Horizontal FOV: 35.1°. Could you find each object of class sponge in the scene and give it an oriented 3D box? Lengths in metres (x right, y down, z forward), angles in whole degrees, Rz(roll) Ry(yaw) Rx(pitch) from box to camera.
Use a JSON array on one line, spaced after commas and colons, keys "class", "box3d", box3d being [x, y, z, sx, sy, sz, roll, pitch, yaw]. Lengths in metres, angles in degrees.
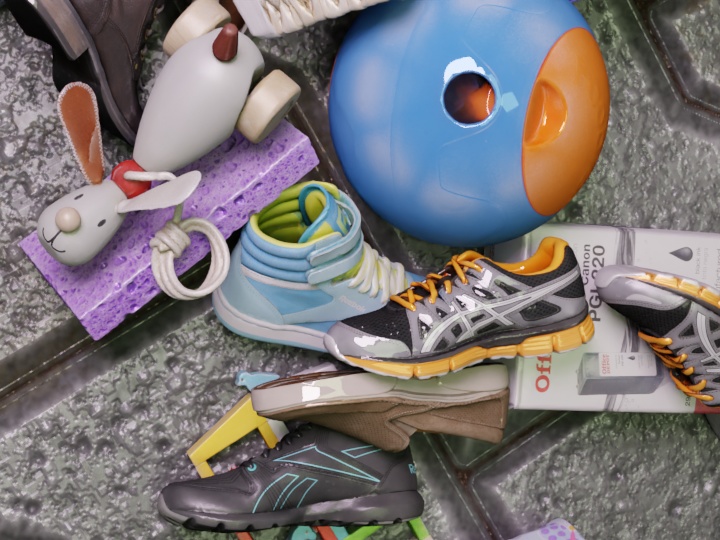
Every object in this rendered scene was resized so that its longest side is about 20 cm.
[{"class": "sponge", "box3d": [-0.136, -0.046, 0.805, 0.200, 0.112, 0.030, -39, 136, -10]}]

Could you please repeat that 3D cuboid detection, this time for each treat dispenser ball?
[{"class": "treat dispenser ball", "box3d": [0.076, -0.117, 0.810, 0.200, 0.201, 0.202, -1, 92, -15]}]

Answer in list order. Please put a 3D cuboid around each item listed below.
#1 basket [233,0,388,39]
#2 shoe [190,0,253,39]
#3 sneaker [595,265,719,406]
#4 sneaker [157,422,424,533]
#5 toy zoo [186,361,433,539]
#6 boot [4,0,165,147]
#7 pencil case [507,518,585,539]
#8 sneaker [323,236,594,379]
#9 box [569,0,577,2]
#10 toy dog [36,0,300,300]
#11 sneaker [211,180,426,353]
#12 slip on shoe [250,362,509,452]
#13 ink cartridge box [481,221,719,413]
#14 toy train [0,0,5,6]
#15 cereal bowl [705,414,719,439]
[{"class": "basket", "box3d": [-0.008, -0.265, 0.750, 0.136, 0.123, 0.200, 63, 39, -30]}, {"class": "shoe", "box3d": [-0.066, -0.245, 0.843, 0.070, 0.053, 0.201, 27, 85, -14]}, {"class": "sneaker", "box3d": [0.253, 0.058, 0.836, 0.199, 0.078, 0.077, 28, 92, -14]}, {"class": "sneaker", "box3d": [-0.051, 0.153, 0.840, 0.199, 0.075, 0.080, 1, 78, -21]}, {"class": "toy zoo", "box3d": [-0.044, 0.164, 0.881, 0.131, 0.020, 0.201, -32, 99, -12]}, {"class": "boot", "box3d": [-0.139, -0.190, 0.773, 0.069, 0.200, 0.174, 33, 72, 23]}, {"class": "pencil case", "box3d": [0.091, 0.266, 0.887, 0.199, 0.083, 0.091, -20, 138, -13]}, {"class": "sneaker", "box3d": [0.068, 0.026, 0.799, 0.199, 0.078, 0.078, -10, 105, -19]}, {"class": "box", "box3d": [0.203, -0.279, 0.792, 0.041, 0.119, 0.200, 37, 82, -16]}, {"class": "toy dog", "box3d": [-0.122, -0.089, 0.719, 0.131, 0.096, 0.201, 21, 79, 0]}, {"class": "sneaker", "box3d": [0.000, 0.000, 0.826, 0.199, 0.131, 0.080, 6, 47, -15]}, {"class": "slip on shoe", "box3d": [0.019, 0.102, 0.819, 0.199, 0.076, 0.061, -1, 87, -29]}, {"class": "ink cartridge box", "box3d": [0.201, 0.037, 0.910, 0.199, 0.085, 0.146, 3, 91, -13]}, {"class": "toy train", "box3d": [-0.267, -0.214, 0.760, 0.199, 0.114, 0.086, -15, 96, -14]}, {"class": "cereal bowl", "box3d": [0.391, 0.080, 0.963, 0.199, 0.083, 0.201, 0, 91, -15]}]
